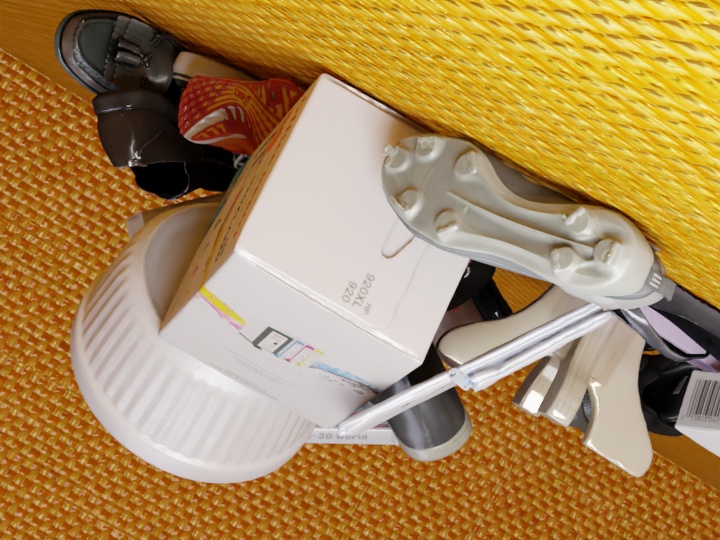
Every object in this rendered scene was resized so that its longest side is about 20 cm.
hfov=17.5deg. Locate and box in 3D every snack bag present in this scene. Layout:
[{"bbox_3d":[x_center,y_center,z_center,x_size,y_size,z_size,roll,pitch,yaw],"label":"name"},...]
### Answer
[{"bbox_3d":[0.077,0.070,1.568,0.189,0.199,0.022,27,-143,-86],"label":"snack bag"}]

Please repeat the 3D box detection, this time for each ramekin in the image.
[{"bbox_3d":[-0.104,0.044,1.712,0.199,0.201,0.105,31,135,-4],"label":"ramekin"}]

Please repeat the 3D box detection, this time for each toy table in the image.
[{"bbox_3d":[0.166,0.061,1.757,0.199,0.118,0.184,31,177,8],"label":"toy table"}]

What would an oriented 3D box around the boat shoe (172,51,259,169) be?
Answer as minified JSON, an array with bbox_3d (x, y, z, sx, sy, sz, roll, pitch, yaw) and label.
[{"bbox_3d":[-0.069,-0.099,1.840,0.199,0.071,0.072,32,178,-11],"label":"boat shoe"}]

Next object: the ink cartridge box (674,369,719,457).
[{"bbox_3d":[0.338,0.137,1.735,0.200,0.051,0.109,32,162,-38],"label":"ink cartridge box"}]

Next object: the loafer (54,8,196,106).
[{"bbox_3d":[-0.154,-0.160,1.870,0.063,0.072,0.200,5,167,43],"label":"loafer"}]

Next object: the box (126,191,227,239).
[{"bbox_3d":[-0.083,-0.024,1.920,0.199,0.096,0.078,-12,180,-16],"label":"box"}]

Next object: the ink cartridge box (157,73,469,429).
[{"bbox_3d":[-0.023,-0.008,1.563,0.144,0.148,0.200,29,156,-9],"label":"ink cartridge box"}]

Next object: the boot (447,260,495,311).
[{"bbox_3d":[0.000,0.000,1.842,0.199,0.073,0.144,-16,137,30],"label":"boot"}]

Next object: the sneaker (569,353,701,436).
[{"bbox_3d":[0.239,0.107,1.971,0.114,0.077,0.199,5,175,18],"label":"sneaker"}]

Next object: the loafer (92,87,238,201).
[{"bbox_3d":[-0.154,-0.088,1.864,0.073,0.072,0.200,-6,166,26],"label":"loafer"}]

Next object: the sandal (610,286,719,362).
[{"bbox_3d":[0.181,0.019,1.562,0.200,0.043,0.076,32,177,-19],"label":"sandal"}]

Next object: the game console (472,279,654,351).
[{"bbox_3d":[0.158,0.016,1.966,0.177,0.116,0.200,61,-176,5],"label":"game console"}]

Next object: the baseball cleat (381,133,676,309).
[{"bbox_3d":[0.101,-0.020,1.423,0.200,0.070,0.106,30,177,37],"label":"baseball cleat"}]

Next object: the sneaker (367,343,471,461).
[{"bbox_3d":[0.018,0.050,1.754,0.200,0.075,0.107,45,160,55],"label":"sneaker"}]

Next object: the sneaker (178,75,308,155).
[{"bbox_3d":[-0.056,-0.108,1.714,0.077,0.073,0.200,7,-168,-37],"label":"sneaker"}]

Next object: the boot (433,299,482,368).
[{"bbox_3d":[0.068,0.019,2.033,0.187,0.064,0.200,56,178,-2],"label":"boot"}]

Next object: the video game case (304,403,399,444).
[{"bbox_3d":[-0.073,0.087,1.820,0.199,0.018,0.143,1,-148,-9],"label":"video game case"}]
